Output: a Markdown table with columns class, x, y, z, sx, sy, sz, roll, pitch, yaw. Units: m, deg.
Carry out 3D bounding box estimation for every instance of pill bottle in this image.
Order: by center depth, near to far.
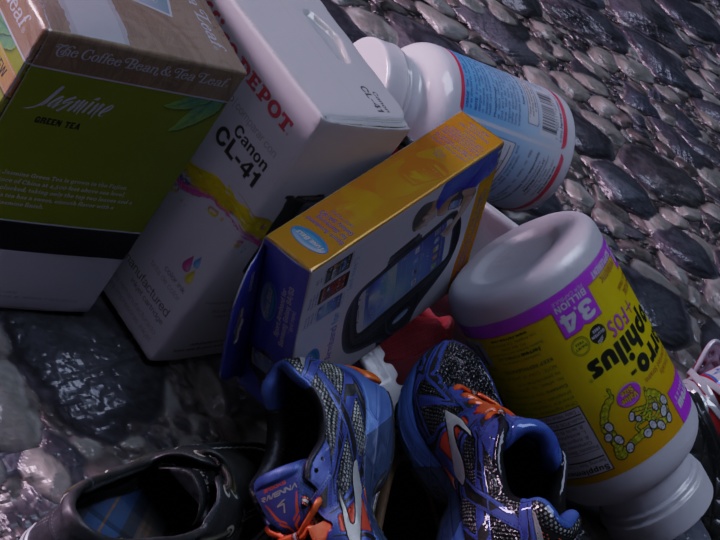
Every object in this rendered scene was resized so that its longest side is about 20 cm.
| class | x | y | z | sx | sy | sz | roll | pitch | yaw |
| --- | --- | --- | --- | --- | --- | --- | --- | --- | --- |
| pill bottle | 0.143 | 0.072 | 0.979 | 0.201 | 0.103 | 0.104 | 58 | 25 | -16 |
| pill bottle | 0.074 | -0.123 | 1.299 | 0.198 | 0.109 | 0.109 | 16 | 36 | -35 |

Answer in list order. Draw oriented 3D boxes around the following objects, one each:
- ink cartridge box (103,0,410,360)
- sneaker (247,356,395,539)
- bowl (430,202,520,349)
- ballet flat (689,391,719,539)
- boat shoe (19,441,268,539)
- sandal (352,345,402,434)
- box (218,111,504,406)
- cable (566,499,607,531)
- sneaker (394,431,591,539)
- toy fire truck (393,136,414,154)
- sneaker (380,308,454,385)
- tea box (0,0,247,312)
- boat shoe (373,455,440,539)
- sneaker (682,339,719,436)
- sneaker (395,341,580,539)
| class | x | y | z | sx | sy | sz | roll | pitch | yaw |
| --- | --- | --- | --- | --- | --- | --- | --- | --- | --- |
| ink cartridge box | -0.086 | -0.067 | 0.942 | 0.085 | 0.201 | 0.148 | -5 | 51 | -50 |
| sneaker | -0.026 | 0.134 | 0.826 | 0.078 | 0.075 | 0.202 | 32 | 41 | -43 |
| bowl | 0.098 | 0.025 | 1.108 | 0.200 | 0.091 | 0.201 | 40 | 1 | -1 |
| ballet flat | 0.242 | 0.181 | 1.093 | 0.066 | 0.056 | 0.202 | -10 | 80 | -83 |
| boat shoe | -0.094 | 0.123 | 0.817 | 0.069 | 0.057 | 0.199 | 48 | 30 | 16 |
| sandal | -0.044 | 0.031 | 0.997 | 0.050 | 0.083 | 0.203 | -33 | 72 | -32 |
| box | 0.000 | 0.000 | 0.913 | 0.041 | 0.120 | 0.199 | 35 | 47 | 21 |
| cable | 0.154 | 0.178 | 1.035 | 0.162 | 0.051 | 0.201 | 3 | 45 | -48 |
| sneaker | 0.109 | 0.157 | 0.933 | 0.197 | 0.060 | 0.105 | 7 | 56 | 9 |
| toy fire truck | -0.023 | -0.088 | 1.074 | 0.200 | 0.049 | 0.141 | 47 | -15 | -29 |
| sneaker | -0.002 | -0.002 | 1.067 | 0.073 | 0.087 | 0.201 | -3 | 50 | -52 |
| tea box | -0.195 | -0.117 | 0.889 | 0.133 | 0.197 | 0.201 | 6 | 42 | -44 |
| boat shoe | 0.024 | 0.185 | 0.852 | 0.072 | 0.073 | 0.201 | 18 | 36 | -33 |
| sneaker | 0.233 | 0.103 | 1.155 | 0.198 | 0.113 | 0.071 | 14 | 19 | -41 |
| sneaker | 0.076 | 0.104 | 0.859 | 0.075 | 0.079 | 0.201 | 20 | 29 | -27 |
